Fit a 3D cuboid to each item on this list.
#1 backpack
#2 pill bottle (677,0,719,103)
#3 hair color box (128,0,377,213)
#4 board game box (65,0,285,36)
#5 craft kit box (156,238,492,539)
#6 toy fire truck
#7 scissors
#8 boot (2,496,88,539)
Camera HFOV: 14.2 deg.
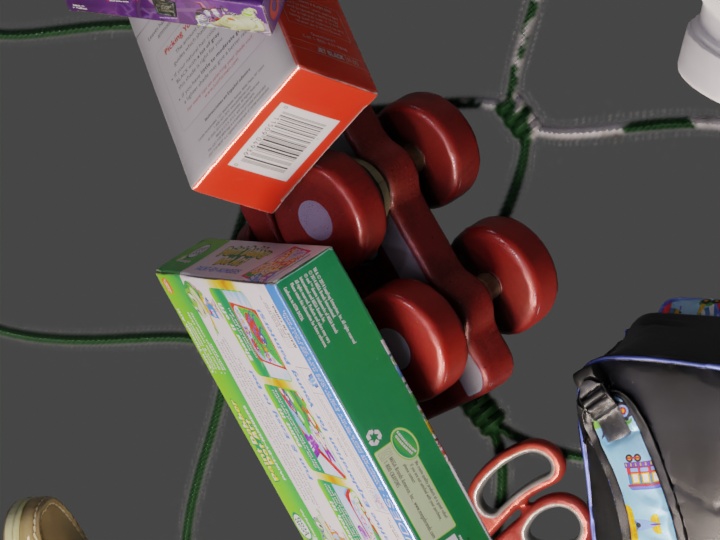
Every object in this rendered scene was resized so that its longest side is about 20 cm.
[{"bbox_3d":[0.213,0.129,1.549,0.181,0.134,0.201,2,108,23],"label":"backpack"},{"bbox_3d":[0.228,-0.182,1.449,0.115,0.116,0.201,20,115,17],"label":"pill bottle"},{"bbox_3d":[-0.069,-0.140,1.564,0.102,0.061,0.201,-46,47,29],"label":"hair color box"},{"bbox_3d":[-0.072,-0.216,1.536,0.119,0.201,0.032,10,148,16],"label":"board game box"},{"bbox_3d":[-0.022,0.078,1.609,0.201,0.048,0.197,62,158,-13],"label":"craft kit box"},{"bbox_3d":[0.000,0.000,1.625,0.168,0.112,0.201,-29,93,48],"label":"toy fire truck"},{"bbox_3d":[0.056,0.171,1.704,0.200,0.014,0.073,-38,92,30],"label":"scissors"},{"bbox_3d":[-0.117,0.210,1.760,0.154,0.072,0.201,-20,103,29],"label":"boot"}]
